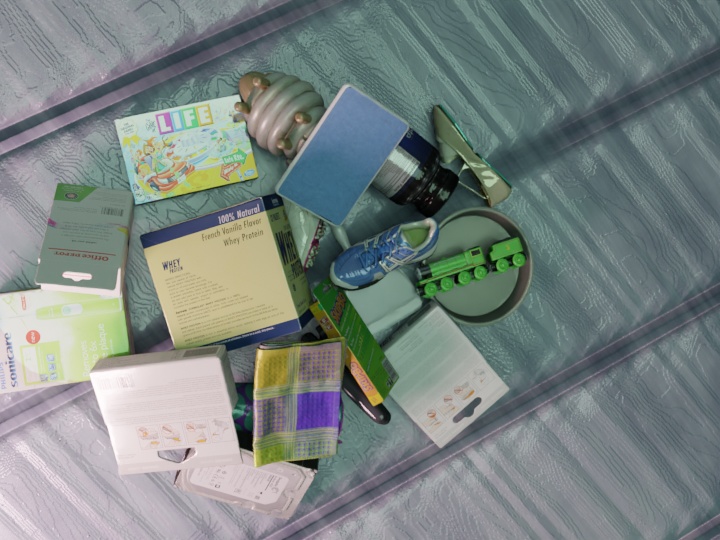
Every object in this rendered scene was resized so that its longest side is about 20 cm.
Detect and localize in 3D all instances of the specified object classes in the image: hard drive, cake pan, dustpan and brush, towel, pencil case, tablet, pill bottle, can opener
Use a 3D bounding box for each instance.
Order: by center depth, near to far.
[{"bbox_3d":[-0.091,0.195,1.282,0.142,0.023,0.202,-1,106,-24],"label":"towel"},{"bbox_3d":[-0.028,-0.172,1.306,0.129,0.014,0.201,27,107,-30],"label":"tablet"},{"bbox_3d":[-0.180,0.317,1.351,0.198,0.038,0.140,20,126,-14],"label":"hard drive"},{"bbox_3d":[-0.024,0.168,1.371,0.079,0.063,0.200,-46,65,11],"label":"can opener"},{"bbox_3d":[-0.125,0.228,1.376,0.198,0.085,0.094,3,78,-12],"label":"pencil case"},{"bbox_3d":[0.057,-0.177,1.388,0.199,0.112,0.112,36,85,-11],"label":"pill bottle"},{"bbox_3d":[0.000,0.000,1.418,0.139,0.057,0.201,-29,104,-11],"label":"dustpan and brush"},{"bbox_3d":[0.196,-0.007,1.459,0.198,0.037,0.203,0,91,-12],"label":"cake pan"}]

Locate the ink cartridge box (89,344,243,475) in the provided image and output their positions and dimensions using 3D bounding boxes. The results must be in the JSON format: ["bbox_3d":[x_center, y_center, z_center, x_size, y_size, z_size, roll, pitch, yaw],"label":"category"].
[{"bbox_3d":[-0.279,0.207,1.266,0.198,0.045,0.178,-7,111,8],"label":"ink cartridge box"}]

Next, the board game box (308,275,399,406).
[{"bbox_3d":[-0.012,0.106,1.343,0.030,0.096,0.201,-29,95,23],"label":"board game box"}]

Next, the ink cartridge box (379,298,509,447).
[{"bbox_3d":[0.127,0.173,1.435,0.160,0.047,0.200,-41,106,5],"label":"ink cartridge box"}]

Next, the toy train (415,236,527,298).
[{"bbox_3d":[0.180,-0.007,1.418,0.198,0.042,0.057,-17,85,-10],"label":"toy train"}]

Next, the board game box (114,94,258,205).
[{"bbox_3d":[-0.273,-0.190,1.358,0.198,0.034,0.136,-14,94,-11],"label":"board game box"}]

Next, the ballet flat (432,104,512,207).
[{"bbox_3d":[0.173,-0.186,1.439,0.069,0.069,0.200,-45,99,-7],"label":"ballet flat"}]

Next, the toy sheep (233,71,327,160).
[{"bbox_3d":[-0.113,-0.237,1.336,0.138,0.138,0.200,-43,80,-7],"label":"toy sheep"}]

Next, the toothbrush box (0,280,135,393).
[{"bbox_3d":[-0.451,0.095,1.304,0.198,0.086,0.147,-7,93,-10],"label":"toothbrush box"}]

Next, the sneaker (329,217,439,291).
[{"bbox_3d":[0.038,-0.034,1.361,0.199,0.077,0.076,-27,74,-20],"label":"sneaker"}]

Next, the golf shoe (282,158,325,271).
[{"bbox_3d":[-0.097,-0.092,1.387,0.091,0.075,0.202,13,87,4],"label":"golf shoe"}]

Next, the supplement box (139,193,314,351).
[{"bbox_3d":[-0.195,0.008,1.302,0.198,0.134,0.202,-16,95,9],"label":"supplement box"}]

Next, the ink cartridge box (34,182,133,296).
[{"bbox_3d":[-0.402,-0.031,1.261,0.116,0.068,0.201,6,47,-11],"label":"ink cartridge box"}]
